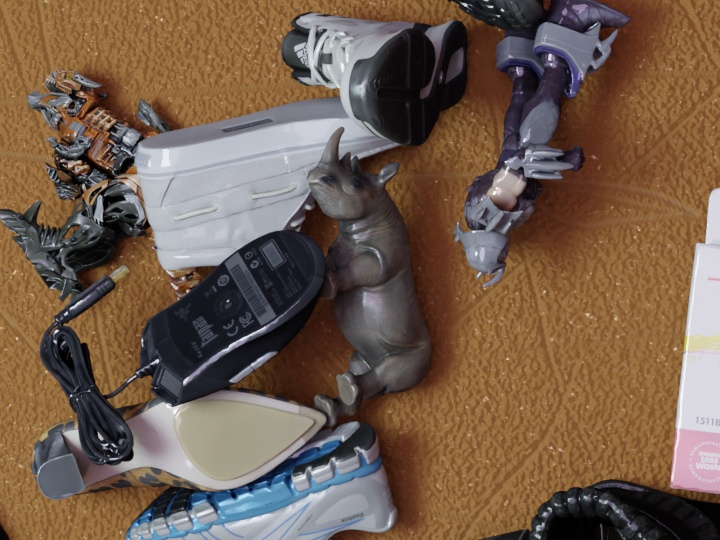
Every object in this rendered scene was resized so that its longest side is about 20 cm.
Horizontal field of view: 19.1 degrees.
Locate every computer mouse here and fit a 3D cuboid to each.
[{"bbox_3d":[-0.115,0.034,1.408,0.200,0.046,0.140,-40,49,-1],"label":"computer mouse"}]

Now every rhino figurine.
[{"bbox_3d":[0.000,0.000,1.423,0.060,0.087,0.201,14,120,49],"label":"rhino figurine"}]

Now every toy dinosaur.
[{"bbox_3d":[-0.175,-0.046,1.488,0.136,0.102,0.200,-36,57,-8],"label":"toy dinosaur"}]

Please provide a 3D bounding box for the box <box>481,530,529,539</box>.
[{"bbox_3d":[0.035,0.274,1.421,0.199,0.044,0.161,-16,91,11],"label":"box"}]

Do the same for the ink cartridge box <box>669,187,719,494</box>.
[{"bbox_3d":[0.269,0.047,1.389,0.116,0.067,0.201,5,88,13],"label":"ink cartridge box"}]

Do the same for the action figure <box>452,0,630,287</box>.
[{"bbox_3d":[0.110,-0.082,1.407,0.069,0.130,0.201,22,76,-16],"label":"action figure"}]

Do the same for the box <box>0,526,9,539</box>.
[{"bbox_3d":[-0.348,0.190,1.531,0.160,0.044,0.200,-33,80,8],"label":"box"}]

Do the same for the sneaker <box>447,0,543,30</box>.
[{"bbox_3d":[0.057,-0.238,1.433,0.200,0.076,0.088,37,89,31],"label":"sneaker"}]

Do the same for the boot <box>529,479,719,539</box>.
[{"bbox_3d":[0.216,0.183,1.346,0.210,0.158,0.080,8,88,13],"label":"boot"}]

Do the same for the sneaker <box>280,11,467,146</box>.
[{"bbox_3d":[-0.006,-0.126,1.402,0.115,0.200,0.076,4,103,16],"label":"sneaker"}]

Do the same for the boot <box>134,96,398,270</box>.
[{"bbox_3d":[-0.051,-0.058,1.462,0.199,0.074,0.096,-11,108,-10],"label":"boot"}]

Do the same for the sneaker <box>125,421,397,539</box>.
[{"bbox_3d":[-0.066,0.175,1.459,0.199,0.075,0.087,-18,109,21],"label":"sneaker"}]

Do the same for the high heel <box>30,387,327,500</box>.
[{"bbox_3d":[-0.128,0.113,1.466,0.199,0.143,0.072,-11,93,-9],"label":"high heel"}]
